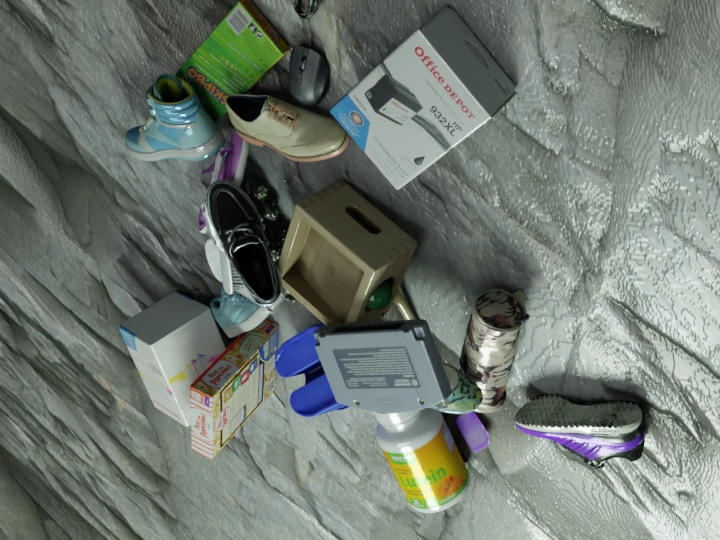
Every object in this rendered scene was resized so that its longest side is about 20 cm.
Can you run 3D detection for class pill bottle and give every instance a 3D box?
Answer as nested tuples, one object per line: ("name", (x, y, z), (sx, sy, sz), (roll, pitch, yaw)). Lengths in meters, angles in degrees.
("pill bottle", (0.091, 0.276, 1.833), (0.110, 0.111, 0.201), (-4, 123, 37))

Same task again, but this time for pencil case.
("pencil case", (0.190, 0.119, 1.670), (0.201, 0.089, 0.078), (97, 151, -44))

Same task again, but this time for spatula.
("spatula", (0.131, 0.203, 1.822), (0.200, 0.021, 0.056), (47, 140, -3))

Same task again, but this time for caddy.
("caddy", (-0.044, 0.151, 1.852), (0.200, 0.105, 0.142), (-32, 77, 45))

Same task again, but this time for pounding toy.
("pounding toy", (0.000, 0.000, 1.702), (0.200, 0.142, 0.185), (40, 137, 19))

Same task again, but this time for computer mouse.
("computer mouse", (-0.073, -0.309, 1.572), (0.058, 0.034, 0.201), (21, 131, 23))

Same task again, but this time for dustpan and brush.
("dustpan and brush", (-0.206, -0.028, 1.777), (0.139, 0.057, 0.201), (28, 135, 43))

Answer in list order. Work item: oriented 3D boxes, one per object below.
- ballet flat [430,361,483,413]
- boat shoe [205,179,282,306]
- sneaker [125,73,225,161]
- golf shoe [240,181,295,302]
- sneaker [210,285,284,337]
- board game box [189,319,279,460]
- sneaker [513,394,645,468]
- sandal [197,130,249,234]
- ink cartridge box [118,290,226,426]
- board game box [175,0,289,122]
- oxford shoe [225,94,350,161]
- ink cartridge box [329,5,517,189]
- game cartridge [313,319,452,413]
("ballet flat", (0.082, 0.146, 1.660), (0.199, 0.074, 0.075), (19, 131, 25))
("boat shoe", (-0.171, -0.042, 1.681), (0.068, 0.071, 0.201), (115, 133, -86))
("sneaker", (-0.301, -0.236, 1.743), (0.199, 0.080, 0.131), (3, 132, 37))
("golf shoe", (-0.146, -0.044, 1.808), (0.088, 0.077, 0.201), (-8, 111, 53))
("sneaker", (-0.192, 0.051, 1.893), (0.082, 0.074, 0.200), (48, 140, -9))
("board game box", (-0.209, 0.196, 1.931), (0.046, 0.200, 0.152), (23, 132, 19))
("sneaker", (0.320, 0.245, 1.683), (0.199, 0.070, 0.100), (1, 125, 36))
("sandal", (-0.218, -0.134, 1.756), (0.049, 0.083, 0.203), (9, 129, -25))
("ink cartridge box", (-0.308, 0.163, 2.010), (0.128, 0.125, 0.201), (20, 137, 50))
("board game box", (-0.189, -0.300, 1.667), (0.096, 0.030, 0.200), (50, 134, -6))
("oxford shoe", (-0.108, -0.205, 1.632), (0.199, 0.071, 0.074), (12, 160, 27))
("ink cartridge box", (0.079, -0.220, 1.494), (0.145, 0.084, 0.200), (49, 136, -6))
("game cartridge", (0.032, 0.137, 1.634), (0.199, 0.042, 0.134), (-5, 117, 39))
